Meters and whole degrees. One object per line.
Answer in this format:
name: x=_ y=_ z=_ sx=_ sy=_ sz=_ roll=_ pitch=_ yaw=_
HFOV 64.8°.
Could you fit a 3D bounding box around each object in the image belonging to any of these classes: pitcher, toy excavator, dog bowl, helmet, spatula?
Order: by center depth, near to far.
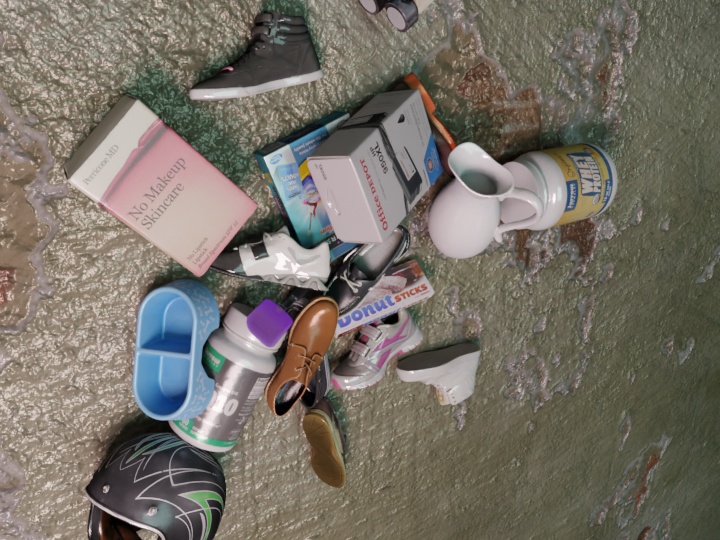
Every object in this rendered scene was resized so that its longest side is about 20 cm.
toy excavator: x=0.023 y=-0.463 z=0.773 sx=0.100 sy=0.194 sz=0.200 roll=-44 pitch=151 yaw=-10
dog bowl: x=-0.262 y=0.113 z=0.793 sx=0.110 sy=0.050 sz=0.203 roll=5 pitch=91 yaw=13
helmet: x=-0.292 y=0.331 z=0.822 sx=0.198 sy=0.200 sz=0.193 roll=0 pitch=104 yaw=-31
spatula: x=-0.107 y=0.045 z=0.867 sx=0.056 sy=0.200 sz=0.021 roll=41 pitch=122 yaw=-1
pitcher: x=0.202 y=-0.093 z=0.947 sx=0.121 sy=0.171 sz=0.201 roll=-49 pitch=165 yaw=-27

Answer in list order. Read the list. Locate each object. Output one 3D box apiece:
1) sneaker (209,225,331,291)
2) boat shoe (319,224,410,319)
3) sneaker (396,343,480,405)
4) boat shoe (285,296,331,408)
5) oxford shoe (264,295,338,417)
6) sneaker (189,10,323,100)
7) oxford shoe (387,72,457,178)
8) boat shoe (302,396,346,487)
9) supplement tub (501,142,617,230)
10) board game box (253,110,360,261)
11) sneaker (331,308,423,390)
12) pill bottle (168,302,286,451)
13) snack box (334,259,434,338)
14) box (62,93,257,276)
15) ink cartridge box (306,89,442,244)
sneaker: x=-0.140 y=-0.025 z=0.844 sx=0.198 sy=0.074 sz=0.090 roll=8 pitch=90 yaw=-10
boat shoe: x=0.000 y=0.000 z=0.916 sx=0.075 sy=0.060 sz=0.200 roll=40 pitch=89 yaw=9
sneaker: x=0.156 y=0.220 z=1.120 sx=0.198 sy=0.073 sz=0.117 roll=-7 pitch=107 yaw=-30
boat shoe: x=-0.094 y=0.141 z=0.936 sx=0.066 sy=0.069 sz=0.202 roll=-56 pitch=147 yaw=-55
oxford shoe: x=-0.083 y=0.134 z=0.865 sx=0.071 sy=0.071 sz=0.202 roll=22 pitch=101 yaw=-20
sneaker: x=-0.146 y=-0.290 z=0.764 sx=0.199 sy=0.070 sz=0.100 roll=-25 pitch=117 yaw=-28
oxford shoe: x=0.107 y=-0.226 z=0.946 sx=0.072 sy=0.071 sz=0.200 roll=-34 pitch=119 yaw=7
boat shoe: x=-0.053 y=0.315 z=1.031 sx=0.065 sy=0.072 sz=0.202 roll=-55 pitch=147 yaw=-47
supplement tub: x=0.363 y=-0.156 z=1.066 sx=0.198 sy=0.144 sz=0.146 roll=-14 pitch=114 yaw=-26
board game box: x=-0.056 y=-0.122 z=0.888 sx=0.150 sy=0.047 sz=0.201 roll=-32 pitch=120 yaw=-18
sneaker: x=0.021 y=0.129 z=1.006 sx=0.200 sy=0.081 sz=0.089 roll=-38 pitch=119 yaw=-29
pill bottle: x=-0.198 y=0.159 z=0.863 sx=0.113 sy=0.113 sz=0.201 roll=26 pitch=92 yaw=-35
snack box: x=0.029 y=0.047 z=0.987 sx=0.198 sy=0.072 sz=0.024 roll=-22 pitch=162 yaw=-23
box: x=-0.256 y=-0.108 z=0.736 sx=0.128 sy=0.109 sz=0.200 roll=-51 pitch=125 yaw=-5
ink cartridge box: x=0.029 y=-0.155 z=0.843 sx=0.200 sy=0.084 sz=0.146 roll=-50 pitch=131 yaw=-35
